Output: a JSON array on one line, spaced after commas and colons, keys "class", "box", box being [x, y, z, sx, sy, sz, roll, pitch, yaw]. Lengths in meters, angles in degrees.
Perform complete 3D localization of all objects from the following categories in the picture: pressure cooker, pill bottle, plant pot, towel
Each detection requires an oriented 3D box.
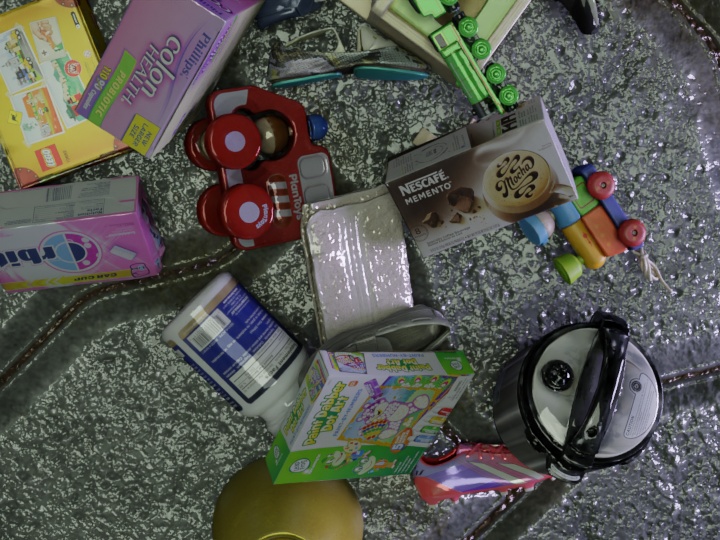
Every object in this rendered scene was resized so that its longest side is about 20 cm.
[{"class": "pressure cooker", "box": [0.258, 0.156, 1.190, 0.179, 0.200, 0.176, -20, 77, -13]}, {"class": "pill bottle", "box": [-0.137, 0.108, 1.234, 0.116, 0.116, 0.200, -44, 97, 4]}, {"class": "plant pot", "box": [-0.094, 0.349, 1.254, 0.200, 0.142, 0.200, 0, 98, -2]}, {"class": "towel", "box": [0.000, 0.000, 1.233, 0.132, 0.034, 0.200, -17, 108, -23]}]

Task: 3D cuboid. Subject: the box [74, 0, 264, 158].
[{"class": "box", "box": [-0.208, -0.246, 1.124, 0.097, 0.200, 0.176, 32, 113, -7]}]

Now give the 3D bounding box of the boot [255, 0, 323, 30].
[{"class": "boot", "box": [-0.048, -0.365, 1.205, 0.200, 0.073, 0.090, -20, 104, 9]}]

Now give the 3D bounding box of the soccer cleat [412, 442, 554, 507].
[{"class": "soccer cleat", "box": [0.166, 0.249, 1.290, 0.200, 0.067, 0.077, -14, 92, 3]}]

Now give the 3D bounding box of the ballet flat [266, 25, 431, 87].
[{"class": "ballet flat", "box": [-0.015, -0.262, 1.214, 0.200, 0.072, 0.072, -4, 97, -2]}]

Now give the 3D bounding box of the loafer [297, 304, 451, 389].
[{"class": "loafer", "box": [0.018, 0.099, 1.206, 0.200, 0.070, 0.070, -29, 111, -20]}]

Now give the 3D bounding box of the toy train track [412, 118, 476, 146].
[{"class": "toy train track", "box": [0.154, -0.113, 1.256, 0.200, 0.033, 0.115, 34, 95, -6]}]

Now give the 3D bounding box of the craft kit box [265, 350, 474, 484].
[{"class": "craft kit box", "box": [0.009, 0.175, 1.197, 0.197, 0.049, 0.200, 4, 132, -27]}]

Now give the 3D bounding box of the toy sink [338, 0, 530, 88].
[{"class": "toy sink", "box": [0.082, -0.328, 1.186, 0.200, 0.112, 0.130, 36, 95, -6]}]

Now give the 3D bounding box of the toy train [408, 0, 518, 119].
[{"class": "toy train", "box": [0.111, -0.257, 1.126, 0.056, 0.042, 0.200, -30, 102, 10]}]

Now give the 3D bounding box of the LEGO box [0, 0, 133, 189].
[{"class": "LEGO box", "box": [-0.369, -0.217, 1.205, 0.149, 0.077, 0.200, -20, 98, 1]}]

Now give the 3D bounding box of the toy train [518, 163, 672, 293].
[{"class": "toy train", "box": [0.292, -0.021, 1.239, 0.116, 0.085, 0.200, -35, 97, -5]}]

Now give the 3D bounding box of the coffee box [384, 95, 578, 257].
[{"class": "coffee box", "box": [0.142, -0.111, 1.192, 0.200, 0.080, 0.113, -20, 117, 16]}]

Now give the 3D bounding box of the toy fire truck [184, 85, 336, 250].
[{"class": "toy fire truck", "box": [-0.114, -0.125, 1.221, 0.168, 0.112, 0.200, -12, 99, -24]}]

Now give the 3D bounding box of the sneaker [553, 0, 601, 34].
[{"class": "sneaker", "box": [0.222, -0.369, 1.214, 0.090, 0.070, 0.200, -23, 97, 16]}]

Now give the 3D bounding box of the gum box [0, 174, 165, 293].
[{"class": "gum box", "box": [-0.342, -0.043, 1.205, 0.200, 0.066, 0.114, -7, 140, -1]}]
